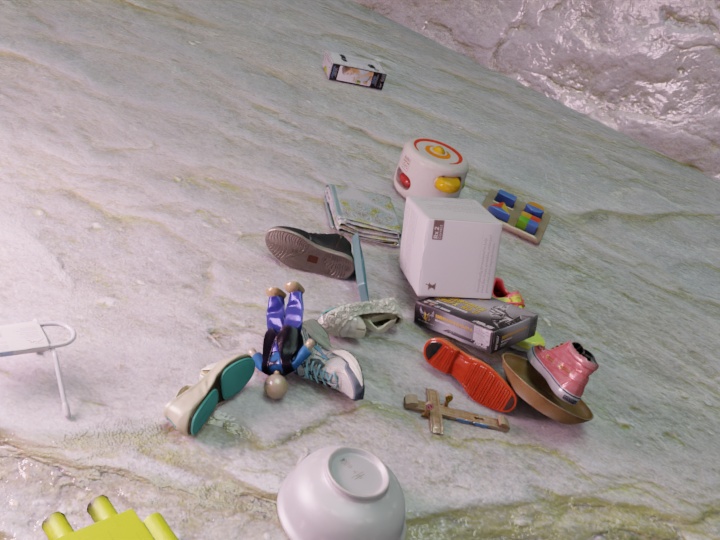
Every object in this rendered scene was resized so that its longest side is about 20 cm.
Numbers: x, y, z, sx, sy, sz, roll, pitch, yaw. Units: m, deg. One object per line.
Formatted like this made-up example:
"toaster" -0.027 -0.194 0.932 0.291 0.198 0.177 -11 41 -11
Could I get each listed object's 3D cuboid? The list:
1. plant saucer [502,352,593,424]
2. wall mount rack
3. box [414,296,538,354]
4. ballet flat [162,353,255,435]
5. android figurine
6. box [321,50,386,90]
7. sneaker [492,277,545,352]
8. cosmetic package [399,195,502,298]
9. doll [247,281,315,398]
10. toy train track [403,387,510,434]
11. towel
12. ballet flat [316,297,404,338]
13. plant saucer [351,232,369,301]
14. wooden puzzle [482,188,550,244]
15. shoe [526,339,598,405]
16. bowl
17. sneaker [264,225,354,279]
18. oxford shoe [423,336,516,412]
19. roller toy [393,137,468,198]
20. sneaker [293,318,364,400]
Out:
"plant saucer" 0.339 0.227 1.564 0.198 0.036 0.200 31 13 -8
"wall mount rack" -0.504 0.142 1.219 0.198 0.076 0.174 -6 36 -37
"box" 0.231 0.095 1.688 0.157 0.049 0.198 -15 27 -43
"ballet flat" -0.239 0.183 1.318 0.069 0.070 0.200 27 31 13
"android figurine" -0.301 0.360 1.015 0.180 0.042 0.200 -11 40 -42
"box" -0.022 -0.672 2.821 0.197 0.061 0.117 6 33 -23
"sneaker" 0.318 0.091 1.761 0.077 0.091 0.200 -6 40 -39
"cosmetic package" 0.185 -0.052 1.777 0.162 0.168 0.200 2 19 -11
"doll" -0.137 0.123 1.428 0.048 0.135 0.203 44 38 -48
"toy train track" 0.174 0.246 1.484 0.197 0.033 0.115 15 31 -10
"towel" 0.004 -0.133 1.985 0.168 0.049 0.201 13 31 -18
"ballet flat" 0.008 0.094 1.595 0.198 0.073 0.072 -12 42 -40
"plant saucer" 0.000 0.000 1.752 0.019 0.071 0.201 -10 33 3
"wooden puzzle" 0.418 -0.158 2.265 0.183 0.047 0.200 25 30 9
"shoe" 0.384 0.170 1.593 0.071 0.092 0.200 28 13 -16
"bowl" -0.014 0.318 1.201 0.198 0.091 0.202 15 30 -9
"sneaker" -0.108 -0.051 1.770 0.197 0.075 0.107 23 24 -14
"oxford shoe" 0.213 0.186 1.571 0.199 0.072 0.072 38 20 17
"roller toy" 0.185 -0.259 2.197 0.180 0.141 0.200 24 31 8
"sneaker" -0.070 0.168 1.445 0.085 0.079 0.199 -21 41 -32
